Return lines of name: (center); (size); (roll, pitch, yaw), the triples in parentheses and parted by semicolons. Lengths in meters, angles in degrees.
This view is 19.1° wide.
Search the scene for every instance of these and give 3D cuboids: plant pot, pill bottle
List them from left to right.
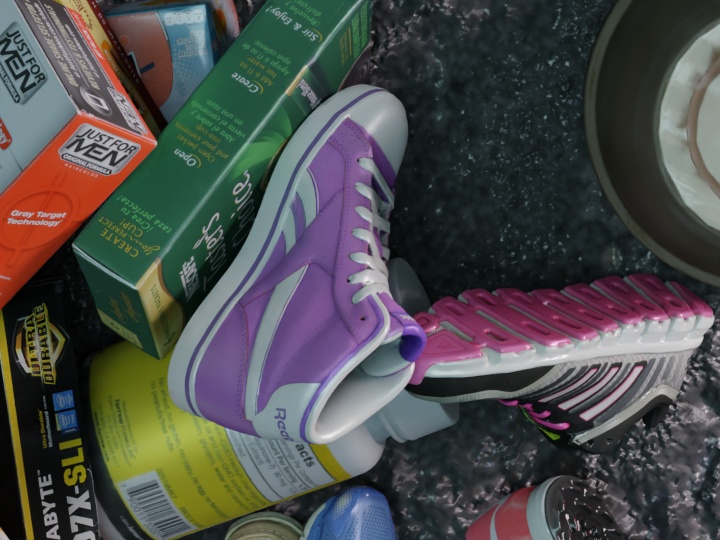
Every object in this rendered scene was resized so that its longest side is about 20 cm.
pill bottle: (-0.055, 0.070, 1.157); (0.200, 0.114, 0.114); (-20, 94, 11)
plant pot: (0.205, -0.079, 1.064); (0.200, 0.174, 0.200); (1, 97, 9)

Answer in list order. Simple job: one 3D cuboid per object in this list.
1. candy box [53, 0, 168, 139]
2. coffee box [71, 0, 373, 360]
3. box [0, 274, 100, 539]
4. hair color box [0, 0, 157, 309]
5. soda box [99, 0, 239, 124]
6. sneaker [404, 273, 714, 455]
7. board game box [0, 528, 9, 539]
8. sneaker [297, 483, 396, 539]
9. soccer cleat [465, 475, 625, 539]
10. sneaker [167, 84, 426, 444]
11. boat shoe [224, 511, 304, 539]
candy box: (-0.217, -0.076, 1.122); (0.200, 0.055, 0.116); (-25, 102, 15)
coffee box: (-0.066, -0.057, 1.098); (0.044, 0.123, 0.200); (34, 73, 11)
box: (-0.216, 0.083, 1.158); (0.200, 0.049, 0.160); (1, 99, 53)
hair color box: (-0.201, -0.034, 1.047); (0.200, 0.061, 0.102); (-44, 56, 18)
soda box: (-0.167, -0.108, 1.171); (0.200, 0.068, 0.064); (-6, 103, 10)
sneaker: (0.100, 0.058, 1.113); (0.074, 0.200, 0.088); (32, 120, 45)
board game box: (-0.221, 0.147, 1.068); (0.151, 0.200, 0.046); (20, 59, 36)
sneaker: (0.021, 0.210, 1.151); (0.089, 0.078, 0.200); (-26, 65, 37)
soccer cleat: (0.133, 0.206, 1.179); (0.073, 0.068, 0.200); (-23, 103, 40)
sneaker: (0.000, 0.001, 1.066); (0.114, 0.073, 0.201); (13, 66, 34)
boat shoe: (-0.031, 0.235, 1.199); (0.074, 0.069, 0.200); (-19, 95, 11)
